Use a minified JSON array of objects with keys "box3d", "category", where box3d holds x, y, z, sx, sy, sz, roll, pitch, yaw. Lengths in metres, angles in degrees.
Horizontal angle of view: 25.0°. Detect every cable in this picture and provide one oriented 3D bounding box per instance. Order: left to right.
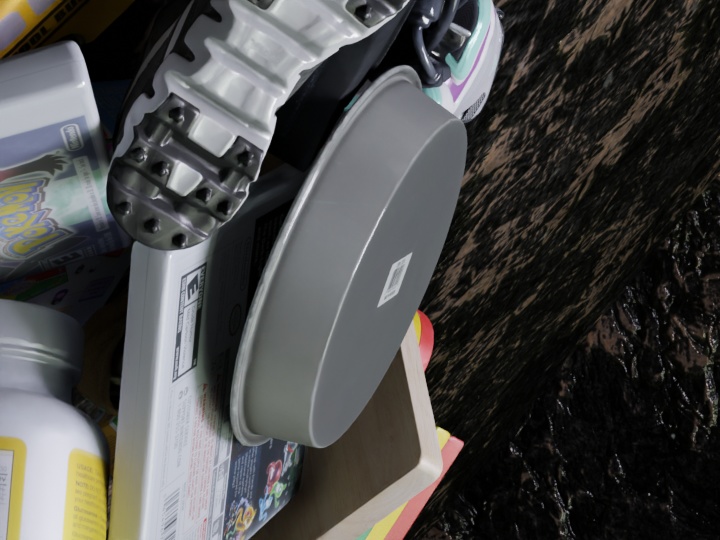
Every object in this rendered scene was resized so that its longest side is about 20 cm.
[{"box3d":[0.026,-0.179,0.879,0.200,0.051,0.163,-144,-114,-75],"category":"cable"}]

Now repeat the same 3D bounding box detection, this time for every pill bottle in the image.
[{"box3d":[-0.170,0.120,0.725,0.112,0.112,0.200,87,4,-70],"category":"pill bottle"}]

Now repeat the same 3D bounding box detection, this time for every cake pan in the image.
[{"box3d":[0.000,0.000,0.789,0.200,0.037,0.200,-60,165,-27],"category":"cake pan"}]

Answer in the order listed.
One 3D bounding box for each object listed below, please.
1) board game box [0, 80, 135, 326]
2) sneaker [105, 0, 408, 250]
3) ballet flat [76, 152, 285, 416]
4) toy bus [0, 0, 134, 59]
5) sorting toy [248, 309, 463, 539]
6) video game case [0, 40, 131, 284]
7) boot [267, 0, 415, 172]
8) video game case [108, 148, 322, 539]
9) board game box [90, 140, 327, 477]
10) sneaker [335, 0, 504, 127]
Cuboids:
[{"box3d":[-0.174,-0.008,0.851,0.200,0.040,0.153,-54,164,23],"category":"board game box"},{"box3d":[-0.038,-0.105,0.642,0.200,0.066,0.091,-52,-151,10],"category":"sneaker"},{"box3d":[-0.081,0.003,0.872,0.200,0.072,0.068,-46,126,8],"category":"ballet flat"},{"box3d":[-0.122,-0.137,0.652,0.200,0.065,0.078,-45,163,-6],"category":"toy bus"},{"box3d":[-0.025,0.102,0.973,0.070,0.200,0.199,32,121,-33],"category":"sorting toy"},{"box3d":[-0.189,-0.021,0.657,0.182,0.023,0.200,-17,166,-8],"category":"video game case"},{"box3d":[0.024,-0.157,0.747,0.165,0.066,0.200,-51,174,-48],"category":"boot"},{"box3d":[-0.065,0.055,0.794,0.182,0.023,0.200,-35,137,-60],"category":"video game case"},{"box3d":[-0.078,0.022,0.986,0.153,0.040,0.200,-31,-156,44],"category":"board game box"},{"box3d":[0.039,-0.108,1.143,0.200,0.078,0.140,-50,164,11],"category":"sneaker"}]
